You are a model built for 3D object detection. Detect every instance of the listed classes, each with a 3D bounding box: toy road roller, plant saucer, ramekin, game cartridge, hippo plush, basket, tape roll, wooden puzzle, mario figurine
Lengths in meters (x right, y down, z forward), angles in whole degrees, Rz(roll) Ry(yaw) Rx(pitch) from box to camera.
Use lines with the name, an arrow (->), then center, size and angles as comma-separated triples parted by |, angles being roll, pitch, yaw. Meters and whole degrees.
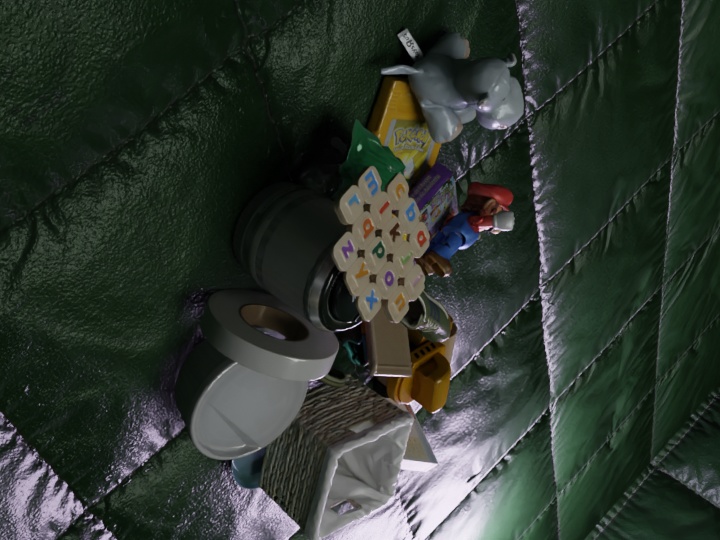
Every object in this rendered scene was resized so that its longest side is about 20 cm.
toy road roller -> 0.125, 0.178, 1.881 | 0.200, 0.146, 0.123 | -26, 136, -37
plant saucer -> -0.149, 0.283, 1.732 | 0.200, 0.027, 0.201 | -31, 139, -32
ramekin -> -0.186, 0.176, 1.519 | 0.202, 0.094, 0.203 | -24, 133, -28
game cartridge -> 0.070, -0.203, 1.599 | 0.176, 0.032, 0.201 | -7, 124, -49
hippo plush -> 0.166, -0.289, 1.502 | 0.200, 0.160, 0.160 | 48, 59, -41
basket -> -0.044, 0.313, 1.722 | 0.198, 0.161, 0.201 | -16, 129, -44
tape roll -> -0.128, 0.089, 1.442 | 0.202, 0.203, 0.037 | -2, 120, -51
wooden puzzle -> 0.036, 0.085, 1.690 | 0.200, 0.037, 0.186 | 19, 64, -69
mario figurine -> 0.188, -0.060, 1.691 | 0.200, 0.123, 0.106 | -44, 146, -16

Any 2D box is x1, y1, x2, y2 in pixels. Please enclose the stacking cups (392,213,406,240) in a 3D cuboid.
stacking cups -> 0.000, 0.000, 1.581 | 0.200, 0.061, 0.060 | -50, 149, 19

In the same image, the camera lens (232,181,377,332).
camera lens -> -0.063, -0.020, 1.432 | 0.160, 0.200, 0.160 | -32, 139, -32

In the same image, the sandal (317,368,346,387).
sandal -> -0.079, 0.147, 1.668 | 0.201, 0.080, 0.058 | 36, 74, -56

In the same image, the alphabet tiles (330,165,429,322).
alphabet tiles -> 0.028, -0.034, 1.356 | 0.196, 0.015, 0.200 | -51, 125, -41

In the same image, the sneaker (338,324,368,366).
sneaker -> 0.005, 0.130, 1.728 | 0.200, 0.077, 0.091 | 51, 31, -50

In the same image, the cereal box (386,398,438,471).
cereal box -> 0.061, 0.304, 1.910 | 0.039, 0.144, 0.200 | -36, 150, 19

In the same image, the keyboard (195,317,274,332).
keyboard -> -0.156, 0.077, 1.525 | 0.200, 0.056, 0.011 | -1, 114, -51

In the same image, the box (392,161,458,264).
box -> 0.106, -0.081, 1.698 | 0.137, 0.039, 0.200 | -49, 160, -12

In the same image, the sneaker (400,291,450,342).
sneaker -> 0.092, 0.072, 1.698 | 0.200, 0.067, 0.090 | 57, 27, -35

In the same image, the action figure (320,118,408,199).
action figure -> 0.016, -0.148, 1.507 | 0.200, 0.055, 0.118 | 14, 101, -58
